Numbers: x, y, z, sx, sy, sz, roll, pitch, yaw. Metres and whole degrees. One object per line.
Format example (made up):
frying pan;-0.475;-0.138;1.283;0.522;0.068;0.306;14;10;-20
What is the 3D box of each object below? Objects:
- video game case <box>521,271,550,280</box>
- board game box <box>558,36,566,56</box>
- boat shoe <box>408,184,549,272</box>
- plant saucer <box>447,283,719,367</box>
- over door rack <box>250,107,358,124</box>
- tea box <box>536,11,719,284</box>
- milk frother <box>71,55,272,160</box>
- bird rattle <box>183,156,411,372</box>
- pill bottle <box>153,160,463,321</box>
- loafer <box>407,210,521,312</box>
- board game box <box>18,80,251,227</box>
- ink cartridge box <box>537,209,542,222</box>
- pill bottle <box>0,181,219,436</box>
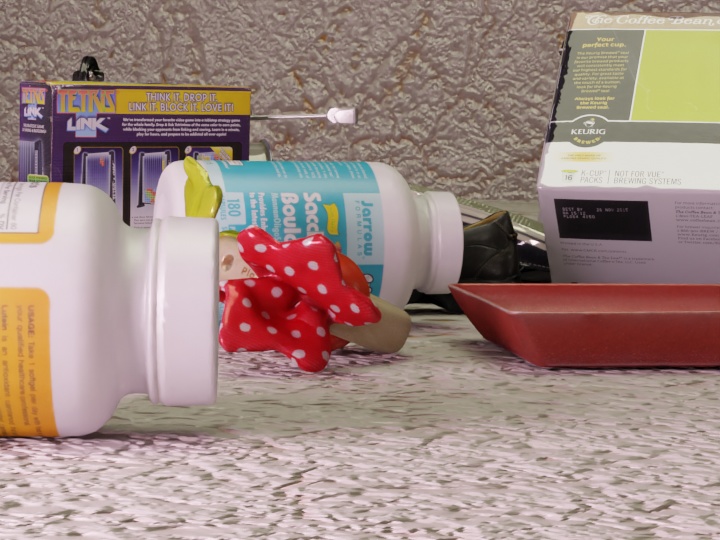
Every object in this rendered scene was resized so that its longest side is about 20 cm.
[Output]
video game case;0.126;-0.010;2.027;0.199;0.024;0.182;3;5;12
board game box;0.258;-0.114;1.849;0.135;0.200;0.028;13;56;46
boat shoe;0.116;-0.018;1.899;0.199;0.063;0.075;17;8;8
plant saucer;0.166;0.033;1.357;0.198;0.037;0.200;0;5;-8
over door rack;-0.085;-0.069;1.965;0.199;0.149;0.067;1;9;21
tea box;0.246;-0.083;1.677;0.199;0.134;0.198;3;49;15
milk frother;-0.192;-0.115;2.234;0.187;0.201;0.180;0;0;-14
bird rattle;-0.038;0.005;1.315;0.162;0.113;0.199;19;-5;-39
pill bottle;-0.035;-0.018;1.505;0.199;0.112;0.111;-1;4;-15
loafer;0.022;-0.007;1.630;0.199;0.073;0.073;-2;6;-20
board game box;-0.187;-0.072;1.861;0.199;0.167;0.057;-2;5;-39
ink cartridge box;0.281;-0.023;2.014;0.199;0.048;0.160;11;6;-41
pill bottle;-0.162;0.017;0.981;0.199;0.112;0.111;1;4;-2
